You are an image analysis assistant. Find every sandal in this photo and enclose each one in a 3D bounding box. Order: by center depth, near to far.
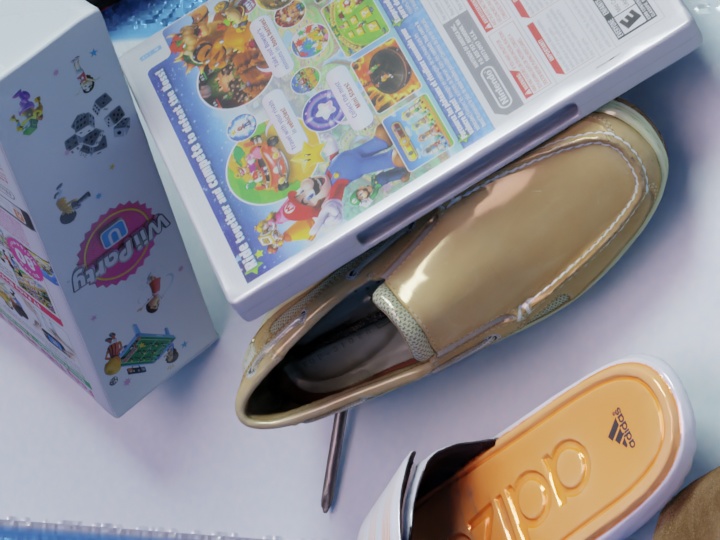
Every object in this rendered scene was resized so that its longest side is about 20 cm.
[{"bbox_3d":[0.041,0.095,1.067,0.207,0.059,0.079,-47,53,37],"label":"sandal"}]

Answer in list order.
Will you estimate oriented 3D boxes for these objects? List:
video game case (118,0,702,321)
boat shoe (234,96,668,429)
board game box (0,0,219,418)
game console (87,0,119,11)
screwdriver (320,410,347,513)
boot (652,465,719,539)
[{"bbox_3d":[0.014,-0.084,1.080,0.200,0.018,0.143,-31,51,5],"label":"video game case"},{"bbox_3d":[0.032,0.008,1.074,0.200,0.076,0.072,-38,95,30],"label":"boat shoe"},{"bbox_3d":[-0.148,-0.052,1.171,0.064,0.200,0.147,-39,52,-20],"label":"board game box"},{"bbox_3d":[-0.131,-0.231,1.221,0.172,0.118,0.201,-23,70,35],"label":"game console"},{"bbox_3d":[0.000,0.000,1.155,0.029,0.028,0.201,-142,61,-67],"label":"screwdriver"},{"bbox_3d":[0.141,0.166,0.996,0.075,0.073,0.201,-18,67,52],"label":"boot"}]
